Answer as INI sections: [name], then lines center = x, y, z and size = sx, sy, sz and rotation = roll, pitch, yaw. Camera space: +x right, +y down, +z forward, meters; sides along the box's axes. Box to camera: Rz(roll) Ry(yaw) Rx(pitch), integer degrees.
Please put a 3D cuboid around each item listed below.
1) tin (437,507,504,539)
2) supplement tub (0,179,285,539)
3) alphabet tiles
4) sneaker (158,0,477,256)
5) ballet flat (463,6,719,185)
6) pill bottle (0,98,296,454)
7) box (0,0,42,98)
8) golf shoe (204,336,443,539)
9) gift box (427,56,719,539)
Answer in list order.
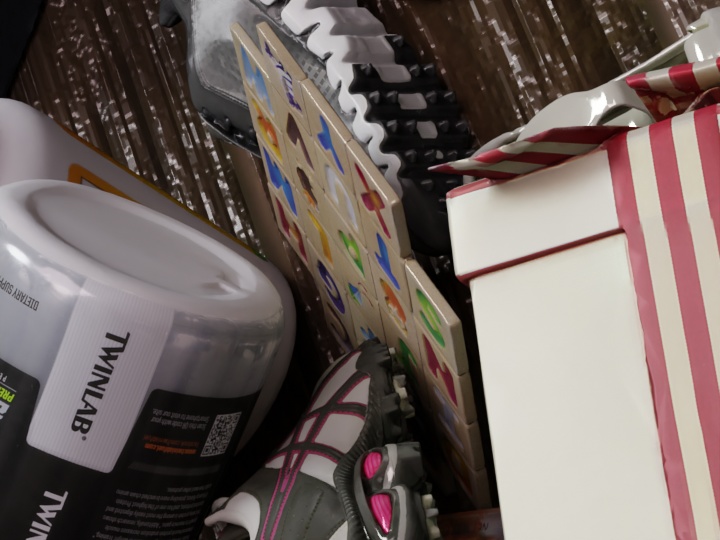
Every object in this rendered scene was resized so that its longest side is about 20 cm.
[tin]
center = -0.007, 0.136, 1.069
size = 0.199, 0.112, 0.042
rotation = -11, 104, 42
[supplement tub]
center = -0.116, 0.079, 1.038
size = 0.122, 0.122, 0.201
rotation = 33, 107, 36
[alphabet tiles]
center = 0.000, 0.000, 1.078
size = 0.006, 0.200, 0.167
rotation = -29, 56, -11
[sneaker]
center = -0.022, -0.072, 1.193
size = 0.091, 0.066, 0.200
rotation = -49, 63, 30
[ballet flat]
center = 0.125, -0.063, 1.093
size = 0.199, 0.069, 0.070
rotation = -29, 60, 20
[pill bottle]
center = -0.131, 0.000, 1.135
size = 0.111, 0.200, 0.112
rotation = -30, 43, 33
[box]
center = -0.273, -0.178, 1.303
size = 0.199, 0.196, 0.125
rotation = 13, 81, 34
[golf shoe]
center = -0.016, 0.081, 1.032
size = 0.088, 0.200, 0.078
rotation = -14, 105, 2
[gift box]
center = 0.126, 0.037, 0.983
size = 0.199, 0.184, 0.188
rotation = -14, 67, 19
